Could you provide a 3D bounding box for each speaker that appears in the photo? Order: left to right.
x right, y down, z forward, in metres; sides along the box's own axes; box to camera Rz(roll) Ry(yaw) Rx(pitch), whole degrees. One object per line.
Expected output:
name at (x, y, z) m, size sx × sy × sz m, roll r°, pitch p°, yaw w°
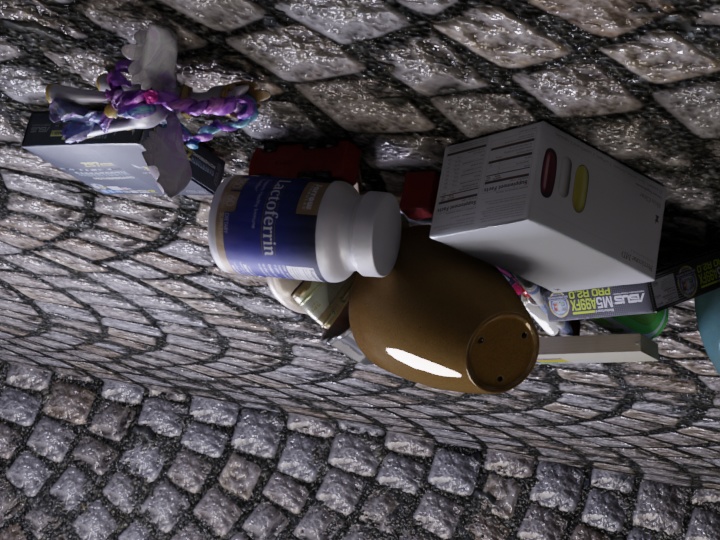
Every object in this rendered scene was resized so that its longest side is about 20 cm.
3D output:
speaker at (0.327, 0.032, 1.643) m, size 0.088 × 0.089 × 0.200 m, roll -3°, pitch 160°, yaw 42°

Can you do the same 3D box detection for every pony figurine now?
pony figurine at (-0.213, -0.168, 1.268) m, size 0.199 × 0.167 × 0.193 m, roll 2°, pitch -166°, yaw 21°

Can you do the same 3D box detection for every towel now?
towel at (0.206, -0.001, 1.572) m, size 0.024 × 0.147 × 0.200 m, roll -36°, pitch 150°, yaw 8°

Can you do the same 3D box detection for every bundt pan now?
bundt pan at (0.044, 0.040, 1.586) m, size 0.076 × 0.202 × 0.202 m, roll 42°, pitch 158°, yaw -10°

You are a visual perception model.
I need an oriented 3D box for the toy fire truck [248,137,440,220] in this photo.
toy fire truck at (-0.018, -0.106, 1.480) m, size 0.199 × 0.049 × 0.141 m, roll -1°, pitch 160°, yaw 37°

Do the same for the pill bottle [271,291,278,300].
pill bottle at (-0.020, 0.001, 1.746) m, size 0.199 × 0.111 × 0.111 m, roll 6°, pitch 164°, yaw 18°

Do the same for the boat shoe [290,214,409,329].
boat shoe at (0.001, -0.001, 1.511) m, size 0.063 × 0.201 × 0.073 m, roll 49°, pitch 137°, yaw 4°

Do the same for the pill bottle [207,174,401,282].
pill bottle at (-0.062, -0.047, 1.412) m, size 0.199 × 0.116 × 0.116 m, roll 4°, pitch 163°, yaw 20°

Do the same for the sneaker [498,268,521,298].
sneaker at (0.174, 0.056, 1.664) m, size 0.075 × 0.080 × 0.200 m, roll 52°, pitch 166°, yaw 30°

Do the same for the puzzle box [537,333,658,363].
puzzle box at (0.288, 0.106, 1.668) m, size 0.199 × 0.026 × 0.133 m, roll -3°, pitch 170°, yaw 22°

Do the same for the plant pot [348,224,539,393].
plant pot at (0.110, 0.060, 1.408) m, size 0.186 × 0.187 × 0.200 m, roll 20°, pitch -175°, yaw -28°

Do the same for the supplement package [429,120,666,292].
supplement package at (0.205, -0.062, 1.357) m, size 0.200 × 0.111 × 0.156 m, roll 21°, pitch 162°, yaw -34°

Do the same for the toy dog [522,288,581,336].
toy dog at (0.264, 0.056, 1.763) m, size 0.131 × 0.097 × 0.200 m, roll 17°, pitch 164°, yaw -16°

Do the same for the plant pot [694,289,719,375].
plant pot at (0.525, 0.087, 1.611) m, size 0.199 × 0.135 × 0.200 m, roll 11°, pitch 165°, yaw 3°

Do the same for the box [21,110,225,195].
box at (-0.292, -0.143, 1.542) m, size 0.199 × 0.051 × 0.158 m, roll 2°, pitch 161°, yaw 31°

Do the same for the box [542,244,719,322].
box at (0.341, 0.013, 1.479) m, size 0.200 × 0.044 × 0.160 m, roll -16°, pitch -176°, yaw -39°

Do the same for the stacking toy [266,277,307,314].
stacking toy at (-0.084, -0.042, 1.647) m, size 0.146 × 0.147 × 0.200 m, roll 21°, pitch -169°, yaw -31°
